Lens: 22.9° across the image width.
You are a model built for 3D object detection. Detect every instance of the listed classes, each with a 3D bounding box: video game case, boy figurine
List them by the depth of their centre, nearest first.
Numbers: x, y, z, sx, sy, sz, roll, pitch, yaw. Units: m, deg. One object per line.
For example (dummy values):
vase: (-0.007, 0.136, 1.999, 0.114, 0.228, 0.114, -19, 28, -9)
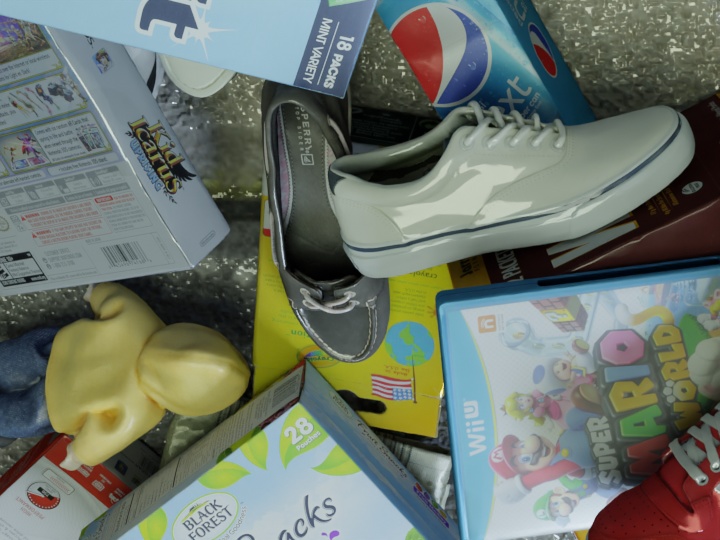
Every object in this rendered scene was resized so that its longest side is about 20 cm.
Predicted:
video game case: (0.144, 0.066, 0.924, 0.198, 0.018, 0.144, -7, 113, 0)
video game case: (-0.193, -0.077, 1.049, 0.199, 0.045, 0.182, -7, 121, 45)
boy figurine: (-0.161, 0.062, 1.132, 0.199, 0.125, 0.064, -10, 158, 25)

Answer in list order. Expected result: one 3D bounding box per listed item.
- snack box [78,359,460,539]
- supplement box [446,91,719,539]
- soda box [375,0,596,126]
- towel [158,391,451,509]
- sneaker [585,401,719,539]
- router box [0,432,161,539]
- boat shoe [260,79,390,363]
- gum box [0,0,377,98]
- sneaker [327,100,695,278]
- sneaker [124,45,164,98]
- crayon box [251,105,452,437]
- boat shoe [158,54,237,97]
snack box: (-0.057, 0.182, 1.121, 0.200, 0.068, 0.169, -37, 106, 15)
supplement box: (0.178, 0.037, 0.997, 0.199, 0.133, 0.198, -26, 112, 7)
soda box: (0.057, -0.140, 0.988, 0.064, 0.068, 0.201, -25, 112, 23)
towel: (-0.049, 0.180, 1.183, 0.191, 0.035, 0.201, 15, 106, -4)
sneaker: (0.195, 0.075, 0.883, 0.199, 0.071, 0.113, -22, 117, -3)
router box: (-0.177, 0.213, 1.251, 0.200, 0.049, 0.179, 42, 119, -12)
boat shoe: (-0.025, -0.025, 1.018, 0.066, 0.057, 0.201, -2, 118, 13)
gum box: (-0.079, -0.190, 0.893, 0.198, 0.045, 0.171, 12, 121, -14)
sneaker: (0.076, -0.054, 0.943, 0.199, 0.073, 0.071, -18, 121, 11)
sneaker: (-0.151, -0.154, 1.020, 0.073, 0.080, 0.201, 11, 122, 4)
crayon box: (0.000, 0.000, 1.090, 0.126, 0.051, 0.201, 10, 120, 6)
boat shoe: (-0.061, -0.190, 0.986, 0.073, 0.062, 0.201, 29, 121, 19)
